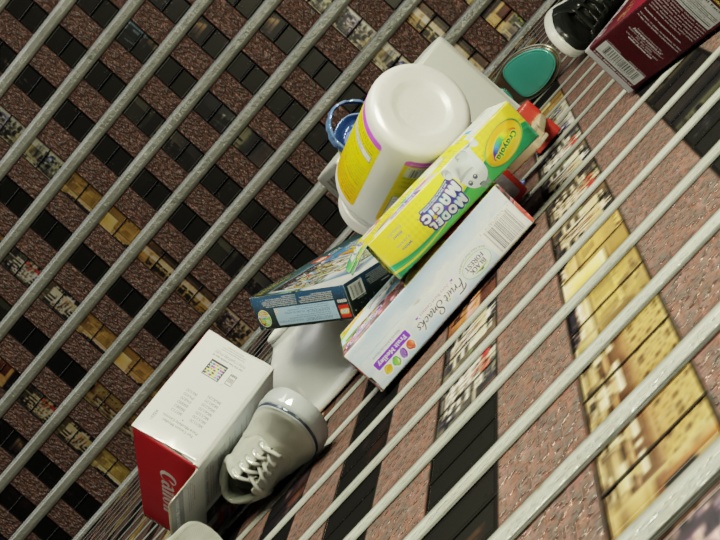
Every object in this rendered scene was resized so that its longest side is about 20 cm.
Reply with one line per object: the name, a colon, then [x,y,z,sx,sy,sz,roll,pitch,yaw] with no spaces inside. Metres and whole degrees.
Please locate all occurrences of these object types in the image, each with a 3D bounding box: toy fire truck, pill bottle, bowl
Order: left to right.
bowl: [-0.039,0.071,1.572,0.201,0.090,0.201,-48,4,5]
pill bottle: [0.034,-0.111,1.414,0.104,0.104,0.200,-51,-5,-29]
toy fire truck: [0.151,-0.106,1.453,0.141,0.049,0.200,-49,4,4]

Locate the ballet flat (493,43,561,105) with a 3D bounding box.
ballet flat: [0.223,-0.264,2.010,0.064,0.067,0.200,-43,-1,-44]

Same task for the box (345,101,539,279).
box: [0.066,-0.061,1.260,0.200,0.048,0.117,-44,5,0]

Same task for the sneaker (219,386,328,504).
sneaker: [-0.084,0.173,1.318,0.071,0.073,0.200,-53,-4,-30]

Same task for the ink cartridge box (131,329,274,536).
ink cartridge box: [-0.168,0.191,1.426,0.176,0.083,0.201,-52,-17,-32]

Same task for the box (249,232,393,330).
box: [0.000,0.000,1.467,0.136,0.038,0.199,-10,16,44]

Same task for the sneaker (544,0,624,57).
sneaker: [0.314,-0.364,1.878,0.112,0.073,0.200,-48,3,37]

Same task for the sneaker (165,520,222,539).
sneaker: [-0.200,0.301,1.256,0.116,0.074,0.200,-50,-14,18]

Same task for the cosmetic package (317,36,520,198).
cosmetic package: [0.079,-0.140,1.699,0.200,0.165,0.165,-50,5,-8]

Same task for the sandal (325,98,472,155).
sandal: [0.037,-0.141,1.515,0.199,0.087,0.080,6,75,37]

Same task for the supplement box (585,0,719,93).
supplement box: [0.283,-0.240,1.208,0.109,0.061,0.200,-50,5,-24]

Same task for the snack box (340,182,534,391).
snack box: [0.065,0.010,1.284,0.200,0.053,0.142,-48,3,2]
